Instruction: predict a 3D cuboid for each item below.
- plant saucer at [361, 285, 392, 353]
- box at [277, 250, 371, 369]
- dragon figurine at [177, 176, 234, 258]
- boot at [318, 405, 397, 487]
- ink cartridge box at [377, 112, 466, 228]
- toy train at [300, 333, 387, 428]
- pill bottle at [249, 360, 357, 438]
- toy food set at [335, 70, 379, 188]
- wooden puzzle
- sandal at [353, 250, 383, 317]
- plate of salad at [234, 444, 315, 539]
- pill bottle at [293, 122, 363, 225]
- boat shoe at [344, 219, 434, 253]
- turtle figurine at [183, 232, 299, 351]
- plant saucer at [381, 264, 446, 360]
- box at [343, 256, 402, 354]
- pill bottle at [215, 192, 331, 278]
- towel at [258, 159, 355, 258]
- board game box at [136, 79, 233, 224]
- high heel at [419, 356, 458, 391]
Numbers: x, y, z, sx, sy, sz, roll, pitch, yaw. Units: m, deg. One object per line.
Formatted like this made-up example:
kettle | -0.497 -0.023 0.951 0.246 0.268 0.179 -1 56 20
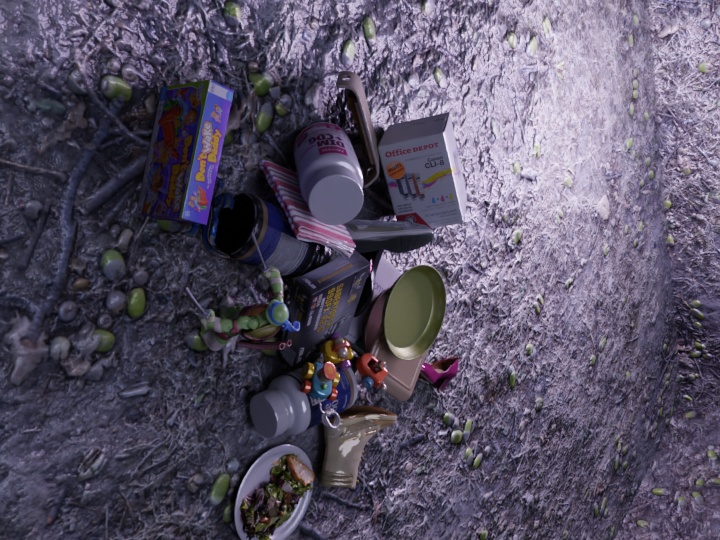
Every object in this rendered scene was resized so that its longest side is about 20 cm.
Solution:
plant saucer | 0.066 0.129 1.404 0.199 0.034 0.204 -11 105 -48
box | -0.070 0.074 1.216 0.157 0.048 0.202 -27 147 -42
dragon figurine | -0.235 -0.097 0.999 0.058 0.200 0.100 20 104 -30
boot | -0.005 0.378 1.385 0.198 0.072 0.158 4 92 -46
ink cartridge box | 0.135 -0.208 1.362 0.145 0.143 0.202 -67 144 -59
toy train | -0.022 0.194 1.206 0.151 0.056 0.200 50 41 3
pill bottle | -0.108 0.243 1.223 0.199 0.110 0.113 -16 108 -45
toy food set | -0.009 -0.279 1.258 0.144 0.059 0.202 -86 160 -64
wooden puzzle | 0.085 0.161 1.386 0.185 0.037 0.202 40 71 -44
sandal | 0.000 0.000 1.336 0.045 0.074 0.203 40 59 -46
plate of salad | -0.158 0.441 1.246 0.199 0.048 0.204 -11 105 -47
pill bottle | -0.056 -0.172 1.138 0.111 0.201 0.115 -6 126 -8
boat shoe | 0.052 -0.078 1.317 0.075 0.199 0.066 99 -15 -63
turtle figurine | -0.200 0.047 1.048 0.199 0.193 0.145 31 56 -21
plant saucer | 0.107 0.085 1.339 0.198 0.031 0.203 -15 112 -43
box | 0.030 0.081 1.406 0.144 0.036 0.202 39 69 -44
pill bottle | -0.147 -0.051 1.134 0.199 0.111 0.114 23 79 -47
towel | -0.098 -0.112 1.150 0.030 0.201 0.145 -46 142 21
board game box | -0.266 -0.176 0.967 0.044 0.133 0.203 14 85 -47
high heel | 0.183 0.229 1.573 0.097 0.067 0.200 -61 150 -8
